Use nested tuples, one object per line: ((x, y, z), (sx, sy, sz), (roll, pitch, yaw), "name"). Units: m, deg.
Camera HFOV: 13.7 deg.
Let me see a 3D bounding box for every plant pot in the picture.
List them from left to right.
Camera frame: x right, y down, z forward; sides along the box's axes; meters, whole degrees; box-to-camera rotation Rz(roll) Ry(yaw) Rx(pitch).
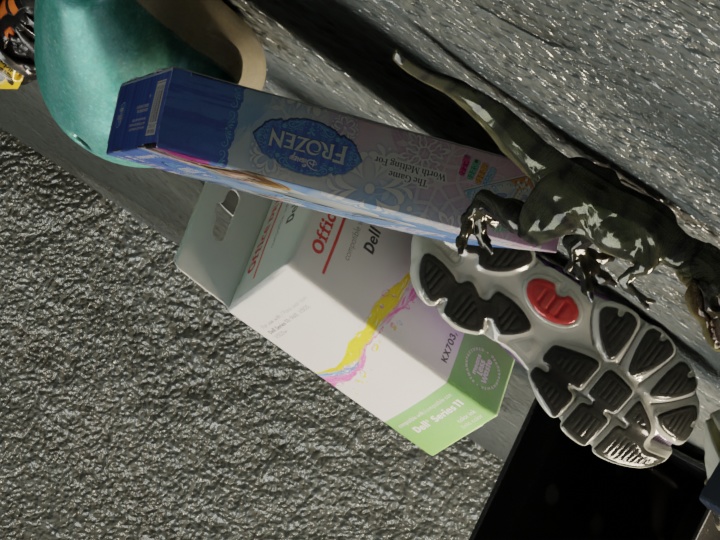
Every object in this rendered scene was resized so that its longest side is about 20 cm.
((0.213, 0.225, 2.219), (0.177, 0.201, 0.199), (21, -175, -43), "plant pot")

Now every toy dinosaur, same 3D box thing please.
((0.090, -0.026, 1.343), (0.199, 0.048, 0.088), (35, 150, 3), "toy dinosaur")

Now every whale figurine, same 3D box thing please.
((-0.134, -0.123, 1.582), (0.159, 0.104, 0.200), (32, 174, 26), "whale figurine")

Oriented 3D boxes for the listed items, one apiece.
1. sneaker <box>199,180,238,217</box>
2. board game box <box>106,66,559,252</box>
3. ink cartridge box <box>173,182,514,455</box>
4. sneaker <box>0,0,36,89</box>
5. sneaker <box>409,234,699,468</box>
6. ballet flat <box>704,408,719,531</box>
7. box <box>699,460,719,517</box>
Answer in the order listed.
((-0.073, -0.072, 1.851), (0.200, 0.071, 0.099), (39, 180, 0), "sneaker")
((-0.016, -0.053, 1.468), (0.198, 0.044, 0.200), (13, 179, -11), "board game box")
((0.000, 0.000, 1.735), (0.200, 0.118, 0.067), (35, 139, -19), "ink cartridge box")
((-0.195, -0.146, 1.835), (0.070, 0.090, 0.200), (35, 175, -15), "sneaker")
((0.114, 0.028, 1.707), (0.200, 0.081, 0.083), (42, -170, -8), "sneaker")
((0.227, 0.103, 1.679), (0.076, 0.068, 0.200), (56, 171, 5), "ballet flat")
((0.270, 0.123, 1.258), (0.200, 0.107, 0.148), (38, 174, -31), "box")
